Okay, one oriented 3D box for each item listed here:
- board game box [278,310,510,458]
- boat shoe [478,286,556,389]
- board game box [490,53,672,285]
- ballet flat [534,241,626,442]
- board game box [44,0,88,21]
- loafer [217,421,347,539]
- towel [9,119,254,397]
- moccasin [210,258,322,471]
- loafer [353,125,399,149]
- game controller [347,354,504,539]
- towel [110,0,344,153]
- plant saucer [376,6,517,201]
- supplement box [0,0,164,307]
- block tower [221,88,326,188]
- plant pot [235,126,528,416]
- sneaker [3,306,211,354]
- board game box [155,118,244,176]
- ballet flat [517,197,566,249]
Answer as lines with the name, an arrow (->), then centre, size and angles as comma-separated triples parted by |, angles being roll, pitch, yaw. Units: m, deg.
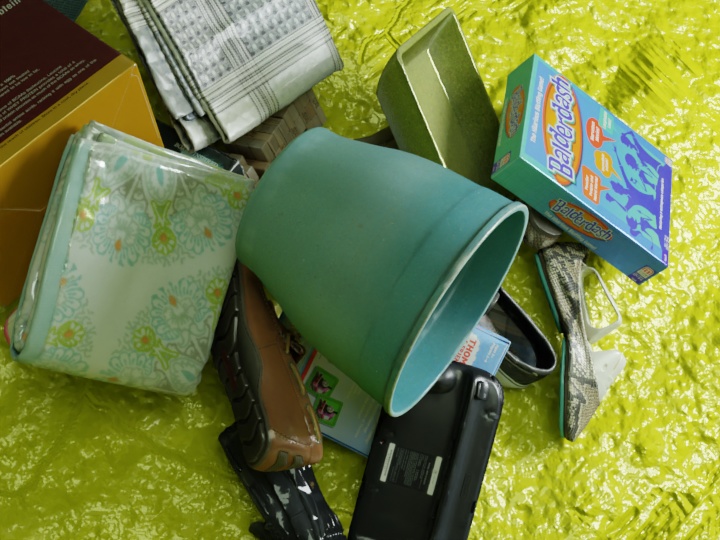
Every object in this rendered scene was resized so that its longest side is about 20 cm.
board game box -> 0.014, 0.087, 1.192 | 0.198, 0.037, 0.152 | 27, 92, -1
boat shoe -> 0.110, 0.028, 1.232 | 0.200, 0.056, 0.069 | 47, 58, -14
board game box -> 0.223, -0.100, 1.301 | 0.199, 0.045, 0.153 | 32, 46, -21
ballet flat -> 0.216, 0.062, 1.267 | 0.074, 0.068, 0.202 | -9, 65, 9
board game box -> -0.294, -0.309, 1.217 | 0.104, 0.200, 0.104 | 9, 64, -29
loafer -> -0.061, 0.217, 1.144 | 0.070, 0.068, 0.202 | -28, 77, 13
towel -> -0.184, -0.005, 1.088 | 0.170, 0.048, 0.202 | 16, 91, -34
moccasin -> -0.078, 0.076, 1.129 | 0.077, 0.074, 0.202 | 4, 45, -33
loafer -> 0.005, -0.089, 1.279 | 0.199, 0.076, 0.068 | -30, 72, -24
game controller -> 0.057, 0.177, 1.161 | 0.103, 0.042, 0.202 | 15, 89, 11
towel -> -0.121, -0.229, 1.199 | 0.199, 0.034, 0.194 | -36, 107, -32
plant saucer -> 0.081, -0.133, 1.259 | 0.201, 0.047, 0.200 | 66, 25, -14
supplement box -> -0.310, -0.118, 1.139 | 0.199, 0.133, 0.197 | 34, 64, 30
block tower -> -0.107, -0.093, 1.254 | 0.054, 0.058, 0.201 | 11, 56, 35
plant pot -> 0.008, -0.016, 1.087 | 0.187, 0.201, 0.200 | 34, 63, 16
sneaker -> -0.211, 0.051, 1.162 | 0.198, 0.081, 0.089 | -9, 68, -17
board game box -> -0.222, -0.087, 1.205 | 0.199, 0.028, 0.135 | 28, 61, 27
ballet flat -> 0.183, -0.100, 1.339 | 0.067, 0.046, 0.202 | 20, 50, -15
